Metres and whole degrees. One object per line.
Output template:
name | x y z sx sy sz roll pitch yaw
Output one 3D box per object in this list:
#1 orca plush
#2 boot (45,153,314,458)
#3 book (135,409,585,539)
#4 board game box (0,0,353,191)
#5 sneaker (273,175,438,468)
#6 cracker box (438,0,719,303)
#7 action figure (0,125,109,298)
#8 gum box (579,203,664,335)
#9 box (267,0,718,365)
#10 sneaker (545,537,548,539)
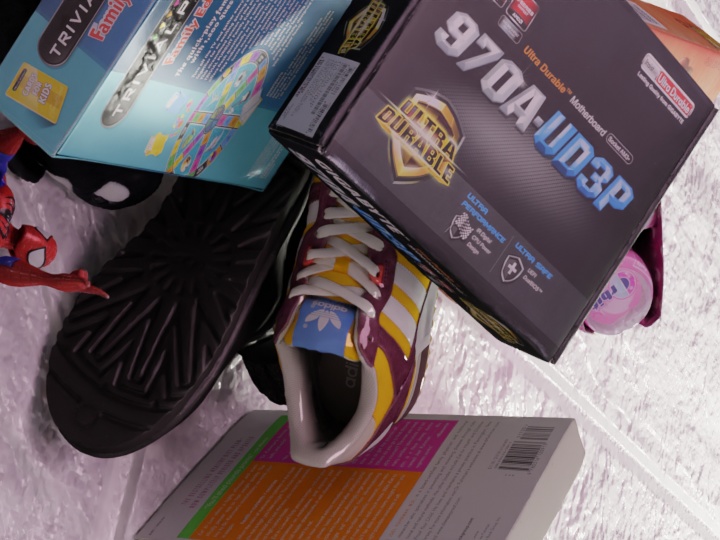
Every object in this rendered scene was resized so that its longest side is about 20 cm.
orca plush | -0.128 -0.110 0.956 0.105 0.070 0.202 -50 132 -49
boot | -0.070 0.034 1.057 0.212 0.079 0.158 -55 155 -22
book | 0.002 0.121 1.059 0.134 0.198 0.048 -53 133 -46
board game box | -0.060 -0.116 0.903 0.152 0.047 0.200 -55 160 12
sneaker | 0.000 0.000 1.004 0.090 0.074 0.202 -38 133 -62
cracker box | 0.129 -0.069 1.240 0.133 0.058 0.201 7 120 -52
action figure | -0.171 -0.044 0.860 0.200 0.098 0.066 42 56 -56
gum box | 0.149 -0.062 1.380 0.065 0.113 0.202 -10 110 -19
box | 0.068 -0.072 0.970 0.200 0.046 0.160 41 79 -39
sneaker | 0.085 0.211 1.357 0.115 0.078 0.202 -28 103 -48
